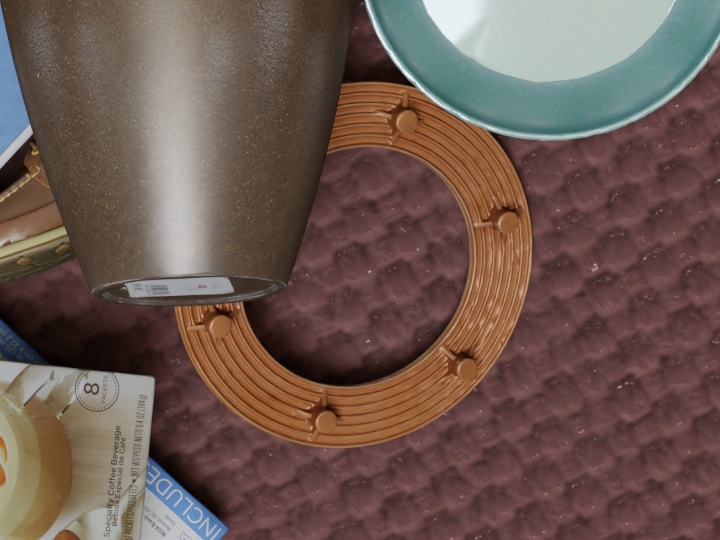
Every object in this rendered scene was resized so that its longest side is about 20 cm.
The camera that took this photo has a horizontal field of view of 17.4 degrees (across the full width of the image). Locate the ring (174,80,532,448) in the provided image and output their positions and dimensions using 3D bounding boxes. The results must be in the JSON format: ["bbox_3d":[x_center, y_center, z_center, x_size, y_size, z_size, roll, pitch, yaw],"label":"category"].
[{"bbox_3d":[0.000,0.000,1.236,0.200,0.019,0.201,-6,107,-20],"label":"ring"}]

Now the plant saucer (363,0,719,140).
[{"bbox_3d":[0.098,-0.168,1.215,0.200,0.036,0.200,0,105,1],"label":"plant saucer"}]

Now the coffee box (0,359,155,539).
[{"bbox_3d":[-0.213,0.101,1.199,0.200,0.080,0.115,6,83,-16],"label":"coffee box"}]

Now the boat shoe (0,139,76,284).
[{"bbox_3d":[-0.144,-0.048,1.225,0.200,0.072,0.068,-26,85,-11],"label":"boat shoe"}]

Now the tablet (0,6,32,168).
[{"bbox_3d":[-0.223,-0.103,1.195,0.130,0.014,0.200,41,72,-4],"label":"tablet"}]

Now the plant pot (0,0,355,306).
[{"bbox_3d":[-0.086,-0.088,1.128,0.187,0.187,0.200,-2,81,1],"label":"plant pot"}]

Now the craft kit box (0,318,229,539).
[{"bbox_3d":[-0.208,0.147,1.261,0.200,0.049,0.198,44,74,-10],"label":"craft kit box"}]
